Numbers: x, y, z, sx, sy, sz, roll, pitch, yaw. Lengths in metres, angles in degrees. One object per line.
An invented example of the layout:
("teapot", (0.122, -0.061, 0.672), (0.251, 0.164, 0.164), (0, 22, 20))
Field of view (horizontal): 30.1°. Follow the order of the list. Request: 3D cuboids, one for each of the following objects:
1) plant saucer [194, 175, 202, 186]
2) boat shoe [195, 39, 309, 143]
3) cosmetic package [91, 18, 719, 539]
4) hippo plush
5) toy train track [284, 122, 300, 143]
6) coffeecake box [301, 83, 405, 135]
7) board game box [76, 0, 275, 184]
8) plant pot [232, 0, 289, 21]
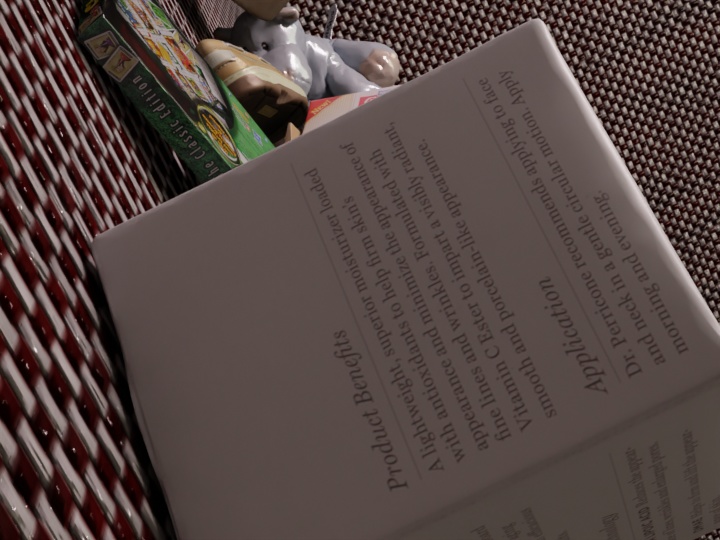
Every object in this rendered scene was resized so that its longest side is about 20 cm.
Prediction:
("plant saucer", (-0.063, -0.006, 0.887), (0.200, 0.032, 0.202), (-24, 91, -87))
("boat shoe", (-0.097, -0.163, 1.172), (0.076, 0.071, 0.200), (54, 2, 9))
("cosmetic package", (0.028, 0.045, 0.534), (0.165, 0.198, 0.166), (58, 8, -59))
("hippo plush", (-0.055, -0.220, 1.397), (0.161, 0.158, 0.202), (34, 49, -62))
("toy train track", (-0.080, -0.077, 1.096), (0.200, 0.032, 0.116), (42, 42, -66))
("coffeecake box", (0.024, -0.068, 1.112), (0.201, 0.152, 0.074), (-80, 156, -47))
("board game box", (-0.088, -0.085, 0.766), (0.200, 0.023, 0.105), (51, 13, -30))
("plant pot", (-0.093, -0.367, 1.259), (0.200, 0.173, 0.200), (45, 16, -16))
